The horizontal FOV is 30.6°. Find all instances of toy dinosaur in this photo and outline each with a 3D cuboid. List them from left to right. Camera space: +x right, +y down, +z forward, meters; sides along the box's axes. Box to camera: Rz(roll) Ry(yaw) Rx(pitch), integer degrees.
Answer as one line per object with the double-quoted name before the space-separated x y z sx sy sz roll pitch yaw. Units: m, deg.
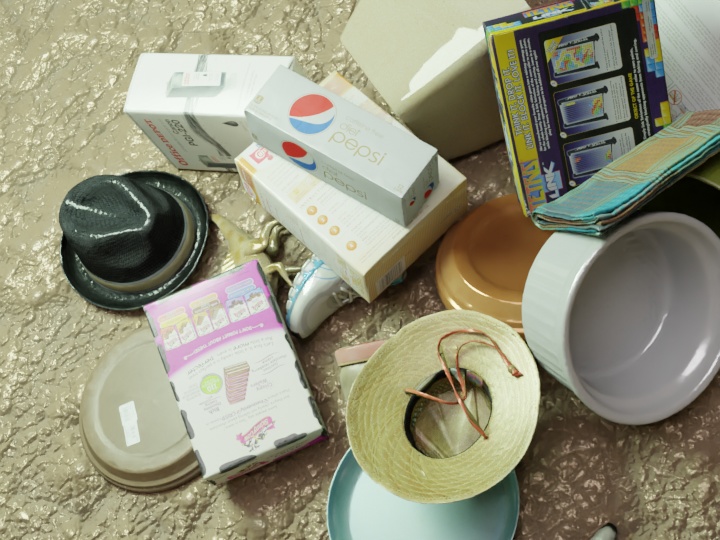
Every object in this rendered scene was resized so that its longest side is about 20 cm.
"toy dinosaur" -0.118 -0.021 1.485 0.101 0.058 0.201 -33 59 4

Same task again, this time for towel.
"towel" 0.264 -0.096 1.224 0.199 0.147 0.022 -34 102 -11

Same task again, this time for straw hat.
"straw hat" 0.090 0.147 1.285 0.199 0.085 0.203 -6 60 11

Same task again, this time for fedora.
"fedora" -0.280 -0.051 1.531 0.199 0.092 0.202 -9 64 19

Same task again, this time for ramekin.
"ramekin" 0.250 0.035 1.248 0.201 0.201 0.098 -48 28 -7

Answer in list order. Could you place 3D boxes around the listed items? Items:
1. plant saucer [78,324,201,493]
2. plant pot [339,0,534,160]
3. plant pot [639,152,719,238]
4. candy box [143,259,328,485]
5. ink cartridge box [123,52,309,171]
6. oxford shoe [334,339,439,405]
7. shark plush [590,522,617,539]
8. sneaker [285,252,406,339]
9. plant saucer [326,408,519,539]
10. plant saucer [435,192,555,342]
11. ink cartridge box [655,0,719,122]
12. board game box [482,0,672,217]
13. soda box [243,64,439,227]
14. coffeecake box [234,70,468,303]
"plant saucer" -0.228 0.146 1.461 0.198 0.029 0.202 -8 64 16
"plant pot" 0.098 -0.243 1.445 0.177 0.200 0.201 -39 59 9
"plant pot" 0.403 -0.086 1.275 0.187 0.188 0.200 36 69 30
"candy box" -0.132 0.108 1.396 0.135 0.061 0.201 -22 72 0
"ink cartridge box" -0.151 -0.180 1.521 0.198 0.146 0.085 7 69 22
"oxford shoe" 0.075 0.102 1.362 0.198 0.071 0.075 -9 84 16
"shark plush" 0.203 0.320 1.206 0.200 0.091 0.083 -39 89 -7
"sneaker" 0.000 0.000 1.427 0.086 0.075 0.200 35 81 24
"plant saucer" 0.064 0.237 1.314 0.198 0.027 0.202 -8 64 17
"plant saucer" 0.174 -0.014 1.354 0.198 0.038 0.201 -7 47 7
"ink cartridge box" 0.328 -0.219 1.368 0.200 0.043 0.174 52 126 8
"board game box" 0.222 -0.170 1.318 0.164 0.201 0.057 -13 26 3
"soda box" -0.019 -0.128 1.339 0.199 0.064 0.068 30 70 19
"coffeecake box" -0.009 -0.091 1.396 0.153 0.073 0.200 -43 68 -14
